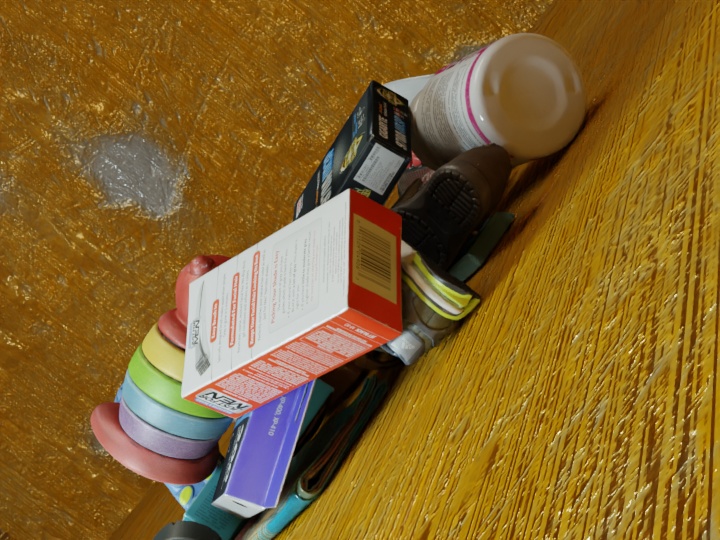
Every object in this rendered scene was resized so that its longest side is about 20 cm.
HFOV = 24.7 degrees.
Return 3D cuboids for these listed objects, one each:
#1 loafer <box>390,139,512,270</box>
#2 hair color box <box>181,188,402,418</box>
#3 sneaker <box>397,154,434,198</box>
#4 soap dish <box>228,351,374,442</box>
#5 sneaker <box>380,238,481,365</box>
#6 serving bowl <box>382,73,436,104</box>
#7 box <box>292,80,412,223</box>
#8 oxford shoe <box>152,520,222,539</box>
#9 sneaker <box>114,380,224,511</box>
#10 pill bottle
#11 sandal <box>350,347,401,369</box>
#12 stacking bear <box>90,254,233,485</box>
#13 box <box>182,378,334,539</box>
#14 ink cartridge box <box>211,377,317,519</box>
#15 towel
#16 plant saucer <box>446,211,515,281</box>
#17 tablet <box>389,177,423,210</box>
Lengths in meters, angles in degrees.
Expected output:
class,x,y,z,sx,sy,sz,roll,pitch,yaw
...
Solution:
class,x,y,z,sx,sy,sz,roll,pitch,yaw
loafer,0.083,-0.053,1.437,0.071,0.073,0.200,-38,0,-26
hair color box,-0.056,0.030,1.308,0.200,0.064,0.111,-27,49,38
sneaker,0.101,-0.095,1.840,0.200,0.071,0.098,-1,80,62
soap dish,-0.045,0.092,1.705,0.200,0.081,0.157,-49,4,42
sneaker,0.035,0.025,1.333,0.081,0.074,0.200,-52,6,1
serving bowl,0.125,-0.181,1.839,0.200,0.200,0.066,-172,77,-86
box,-0.010,-0.083,1.570,0.159,0.046,0.200,-57,11,19
oxford shoe,-0.186,0.303,1.458,0.200,0.073,0.085,120,166,-47
sneaker,-0.186,0.189,1.682,0.071,0.200,0.083,-37,-19,-6
pill bottle,0.120,-0.149,1.544,0.113,0.113,0.200,-52,13,-16
sandal,0.008,0.057,1.442,0.200,0.082,0.055,-120,51,-85
stacking bear,-0.149,0.079,1.465,0.200,0.121,0.114,-68,22,17
box,-0.100,0.188,1.556,0.200,0.049,0.082,-54,-9,-36
ink cartridge box,-0.072,0.108,1.397,0.200,0.043,0.199,137,151,-74
towel,-0.056,0.181,1.409,0.147,0.022,0.200,-54,4,-41
plant saucer,0.077,0.008,1.508,0.070,0.019,0.200,-53,3,-33
tablet,0.000,0.000,1.556,0.130,0.014,0.200,-63,-7,35
